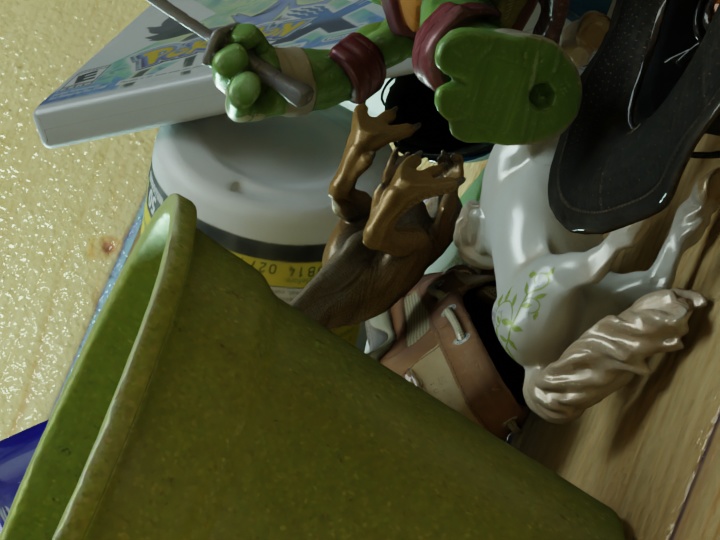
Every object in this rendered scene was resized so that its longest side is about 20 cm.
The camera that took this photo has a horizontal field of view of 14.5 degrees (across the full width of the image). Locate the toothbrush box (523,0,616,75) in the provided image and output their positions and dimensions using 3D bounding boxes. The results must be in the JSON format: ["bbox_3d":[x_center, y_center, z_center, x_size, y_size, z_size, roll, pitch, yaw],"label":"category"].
[{"bbox_3d":[0.083,-0.184,1.144,0.085,0.146,0.201,-16,48,56],"label":"toothbrush box"}]

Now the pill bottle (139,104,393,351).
[{"bbox_3d":[-0.051,0.027,1.290,0.112,0.110,0.201,-80,1,-57],"label":"pill bottle"}]

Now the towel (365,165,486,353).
[{"bbox_3d":[0.019,0.061,1.329,0.149,0.031,0.201,-47,19,58],"label":"towel"}]

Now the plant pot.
[{"bbox_3d":[-0.020,0.104,0.934,0.201,0.183,0.201,-63,9,18],"label":"plant pot"}]

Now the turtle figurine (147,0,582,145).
[{"bbox_3d":[0.000,-0.116,0.943,0.144,0.200,0.194,-40,23,-9],"label":"turtle figurine"}]

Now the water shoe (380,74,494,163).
[{"bbox_3d":[0.040,-0.084,1.271,0.200,0.078,0.072,166,90,-68],"label":"water shoe"}]

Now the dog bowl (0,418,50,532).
[{"bbox_3d":[-0.107,0.161,1.249,0.200,0.078,0.201,159,90,-76],"label":"dog bowl"}]

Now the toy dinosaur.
[{"bbox_3d":[0.000,0.000,1.100,0.200,0.060,0.107,-34,-35,-47],"label":"toy dinosaur"}]

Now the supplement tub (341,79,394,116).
[{"bbox_3d":[0.037,-0.187,1.523,0.123,0.122,0.201,134,157,-65],"label":"supplement tub"}]

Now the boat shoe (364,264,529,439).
[{"bbox_3d":[0.044,0.037,1.133,0.072,0.076,0.200,-30,11,14],"label":"boat shoe"}]

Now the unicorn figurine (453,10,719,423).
[{"bbox_3d":[0.076,-0.021,1.045,0.138,0.074,0.200,-54,12,35],"label":"unicorn figurine"}]

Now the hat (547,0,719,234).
[{"bbox_3d":[0.133,-0.086,0.865,0.201,0.080,0.202,-160,90,-80],"label":"hat"}]

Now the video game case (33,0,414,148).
[{"bbox_3d":[-0.026,-0.114,1.278,0.199,0.022,0.182,-11,21,24],"label":"video game case"}]
